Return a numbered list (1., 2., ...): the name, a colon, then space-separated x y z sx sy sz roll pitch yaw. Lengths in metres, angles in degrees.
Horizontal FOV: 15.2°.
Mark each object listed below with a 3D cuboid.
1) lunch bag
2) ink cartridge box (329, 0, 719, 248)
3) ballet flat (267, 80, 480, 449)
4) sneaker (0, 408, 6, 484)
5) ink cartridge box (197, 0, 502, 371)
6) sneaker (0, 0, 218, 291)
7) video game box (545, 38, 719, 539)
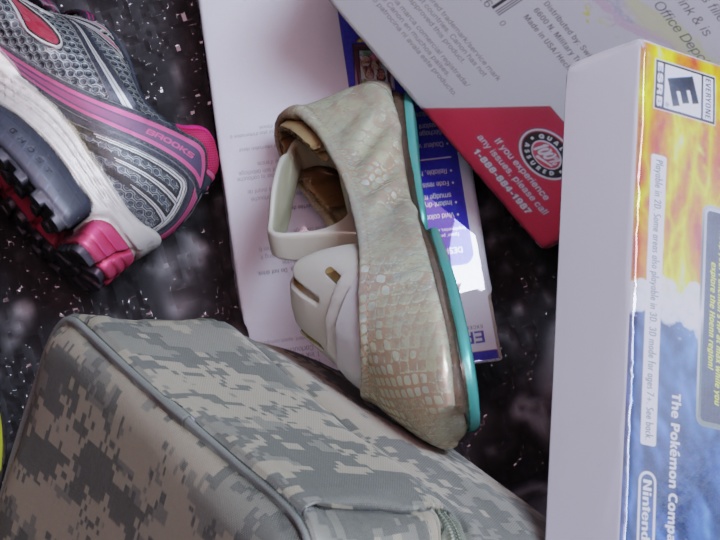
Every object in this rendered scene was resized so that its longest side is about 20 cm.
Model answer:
1. lunch bag: -0.011 0.109 0.920 0.167 0.200 0.140 3 110 -36
2. ink cartridge box: 0.105 -0.121 0.985 0.200 0.086 0.148 -31 107 30
3. ballet flat: 0.000 0.000 0.956 0.062 0.068 0.200 -6 32 -3
4. sneaker: -0.185 0.012 0.988 0.081 0.074 0.200 19 42 -41
5. ink cartridge box: -0.008 -0.049 1.061 0.099 0.039 0.200 -6 74 -4
6. sneaker: -0.140 -0.086 1.047 0.075 0.081 0.200 -38 86 -18
7. video game box: 0.147 0.042 0.901 0.182 0.047 0.200 14 71 -34
